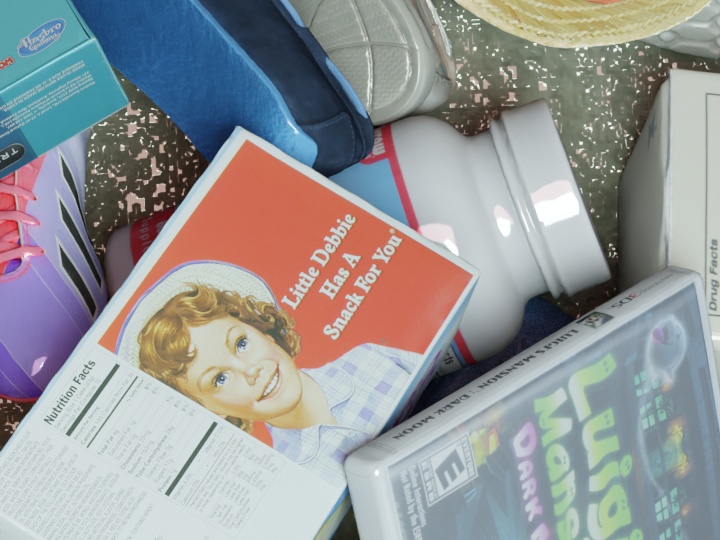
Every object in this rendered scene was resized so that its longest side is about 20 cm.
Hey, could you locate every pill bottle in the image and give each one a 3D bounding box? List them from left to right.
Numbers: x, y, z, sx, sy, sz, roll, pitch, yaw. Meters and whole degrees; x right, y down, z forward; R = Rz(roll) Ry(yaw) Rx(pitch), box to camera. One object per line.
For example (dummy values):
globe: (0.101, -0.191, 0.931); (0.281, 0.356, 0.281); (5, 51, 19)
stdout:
pill bottle: (0.000, 0.000, 1.168); (0.199, 0.109, 0.109); (-21, 93, 5)

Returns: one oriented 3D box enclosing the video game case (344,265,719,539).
video game case: (0.083, 0.124, 1.068); (0.181, 0.023, 0.201); (-28, 117, -35)

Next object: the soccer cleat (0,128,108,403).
soccer cleat: (-0.141, -0.036, 1.137); (0.066, 0.077, 0.201); (-7, 49, 7)

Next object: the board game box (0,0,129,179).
board game box: (-0.203, -0.108, 1.135); (0.150, 0.047, 0.200); (-30, 53, -3)

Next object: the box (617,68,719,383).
box: (0.215, 0.002, 1.181); (0.199, 0.109, 0.129); (6, 66, -4)

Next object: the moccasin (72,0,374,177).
moccasin: (-0.067, -0.104, 1.160); (0.081, 0.068, 0.200); (-53, 57, 34)

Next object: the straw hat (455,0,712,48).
straw hat: (0.095, -0.201, 1.193); (0.200, 0.085, 0.202); (1, 100, 8)

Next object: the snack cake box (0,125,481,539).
snack cake box: (-0.052, 0.056, 1.033); (0.115, 0.067, 0.200); (30, 56, 7)

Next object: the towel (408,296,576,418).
towel: (0.111, 0.101, 1.224); (0.200, 0.049, 0.112); (37, 88, -4)

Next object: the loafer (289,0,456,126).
loafer: (-0.019, -0.154, 1.206); (0.072, 0.063, 0.201); (-30, 81, 25)

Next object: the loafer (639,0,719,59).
loafer: (0.209, -0.141, 1.224); (0.199, 0.070, 0.070); (-5, 55, 0)
